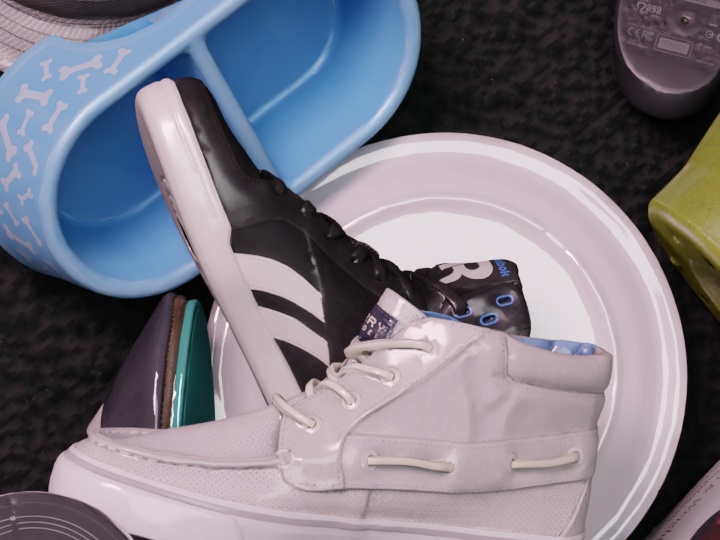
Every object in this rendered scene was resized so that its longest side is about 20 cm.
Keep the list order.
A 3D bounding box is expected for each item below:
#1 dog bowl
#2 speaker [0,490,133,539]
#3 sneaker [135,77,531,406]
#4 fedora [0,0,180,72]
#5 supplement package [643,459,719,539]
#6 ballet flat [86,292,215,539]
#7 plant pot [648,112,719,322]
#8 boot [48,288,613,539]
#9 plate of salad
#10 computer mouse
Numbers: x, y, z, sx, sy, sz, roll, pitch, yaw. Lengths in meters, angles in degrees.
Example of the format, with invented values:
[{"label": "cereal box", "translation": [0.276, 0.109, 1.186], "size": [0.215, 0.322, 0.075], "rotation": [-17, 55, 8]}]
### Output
[{"label": "dog bowl", "translation": [-0.059, -0.067, 0.813], "size": [0.200, 0.050, 0.112], "rotation": [-38, 129, -12]}, {"label": "speaker", "translation": [-0.129, 0.138, 0.723], "size": [0.081, 0.200, 0.082], "rotation": [5, 71, -16]}, {"label": "sneaker", "translation": [0.000, 0.000, 0.777], "size": [0.112, 0.073, 0.201], "rotation": [-27, 107, -6]}, {"label": "fedora", "translation": [-0.109, -0.182, 0.828], "size": [0.176, 0.090, 0.201], "rotation": [7, 81, -8]}, {"label": "supplement package", "translation": [0.168, 0.171, 0.771], "size": [0.147, 0.200, 0.191], "rotation": [45, 77, -1]}, {"label": "ballet flat", "translation": [-0.087, 0.111, 0.805], "size": [0.073, 0.073, 0.201], "rotation": [-6, 90, -10]}, {"label": "plant pot", "translation": [0.228, -0.039, 0.828], "size": [0.193, 0.200, 0.201], "rotation": [-42, 90, 0]}, {"label": "boot", "translation": [-0.006, 0.051, 0.720], "size": [0.199, 0.074, 0.096], "rotation": [8, 98, -22]}, {"label": "plate of salad", "translation": [0.035, 0.043, 0.844], "size": [0.199, 0.048, 0.201], "rotation": [0, 81, 2]}, {"label": "computer mouse", "translation": [0.158, -0.155, 0.905], "size": [0.058, 0.034, 0.201], "rotation": [18, 74, 10]}]
